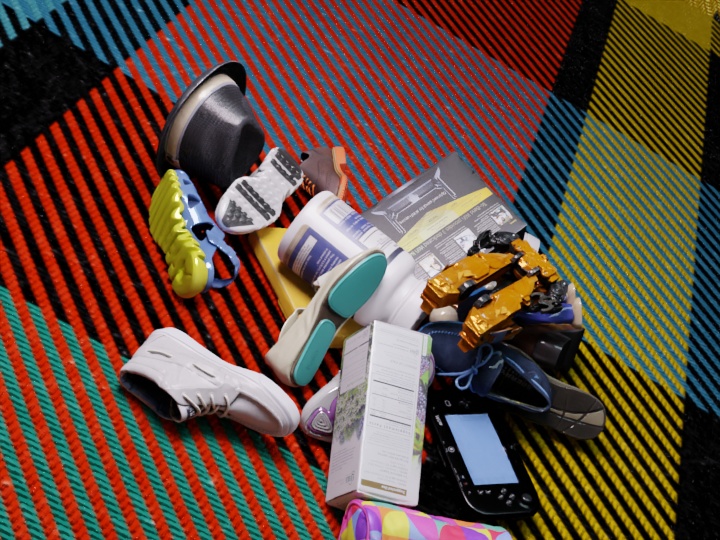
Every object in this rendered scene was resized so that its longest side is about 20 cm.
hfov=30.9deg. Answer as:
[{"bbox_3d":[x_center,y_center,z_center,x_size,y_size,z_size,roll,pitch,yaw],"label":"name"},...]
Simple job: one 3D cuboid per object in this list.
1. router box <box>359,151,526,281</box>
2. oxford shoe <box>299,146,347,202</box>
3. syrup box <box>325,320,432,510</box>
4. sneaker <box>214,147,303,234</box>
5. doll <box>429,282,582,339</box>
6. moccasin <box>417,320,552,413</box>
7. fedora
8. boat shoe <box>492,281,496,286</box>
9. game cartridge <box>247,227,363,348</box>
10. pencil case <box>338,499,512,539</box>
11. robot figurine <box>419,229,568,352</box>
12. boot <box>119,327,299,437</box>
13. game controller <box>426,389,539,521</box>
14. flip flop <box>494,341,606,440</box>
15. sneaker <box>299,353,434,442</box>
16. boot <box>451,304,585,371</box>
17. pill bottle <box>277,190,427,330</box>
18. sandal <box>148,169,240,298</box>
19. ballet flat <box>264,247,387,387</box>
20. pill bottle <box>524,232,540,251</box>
[{"bbox_3d":[0.103,-0.050,1.783,0.199,0.052,0.157,-33,65,-19],"label":"router box"},{"bbox_3d":[-0.056,-0.117,1.880,0.071,0.072,0.201,4,28,-6],"label":"oxford shoe"},{"bbox_3d":[0.021,0.168,1.468,0.081,0.079,0.203,16,64,-23],"label":"syrup box"},{"bbox_3d":[-0.146,-0.092,1.758,0.075,0.081,0.200,50,32,-6],"label":"sneaker"},{"bbox_3d":[0.189,0.056,1.717,0.197,0.049,0.137,-4,28,-1],"label":"doll"},{"bbox_3d":[0.162,0.120,1.640,0.198,0.081,0.068,20,20,-16],"label":"moccasin"},{"bbox_3d":[-0.183,-0.176,1.724,0.091,0.202,0.200,36,33,13],"label":"fedora"},{"bbox_3d":[0.132,-0.009,1.831,0.199,0.061,0.072,8,-3,-2],"label":"boat shoe"},{"bbox_3d":[-0.041,0.024,1.734,0.174,0.033,0.201,3,44,-35],"label":"game cartridge"},{"bbox_3d":[0.070,0.302,1.402,0.198,0.089,0.089,13,37,-24],"label":"pencil case"},{"bbox_3d":[0.171,0.023,1.643,0.199,0.059,0.145,-25,63,-42],"label":"robot figurine"},{"bbox_3d":[-0.171,0.145,1.444,0.198,0.074,0.096,27,38,11],"label":"boot"},{"bbox_3d":[0.145,0.224,1.601,0.103,0.042,0.201,9,38,-29],"label":"game controller"},{"bbox_3d":[0.234,0.161,1.734,0.198,0.082,0.058,26,0,-6],"label":"flip flop"},{"bbox_3d":[-0.002,0.149,1.575,0.199,0.076,0.099,-25,19,-36],"label":"sneaker"},{"bbox_3d":[0.207,0.079,1.833,0.198,0.069,0.188,24,16,20],"label":"boot"},{"bbox_3d":[0.000,0.000,1.669,0.199,0.112,0.111,38,34,9],"label":"pill bottle"},{"bbox_3d":[-0.211,-0.044,1.653,0.086,0.080,0.202,7,48,-36],"label":"sandal"},{"bbox_3d":[-0.046,0.047,1.583,0.069,0.201,0.070,35,-11,8],"label":"ballet flat"},{"bbox_3d":[0.158,-0.053,1.911,0.198,0.113,0.113,28,33,-4],"label":"pill bottle"}]
